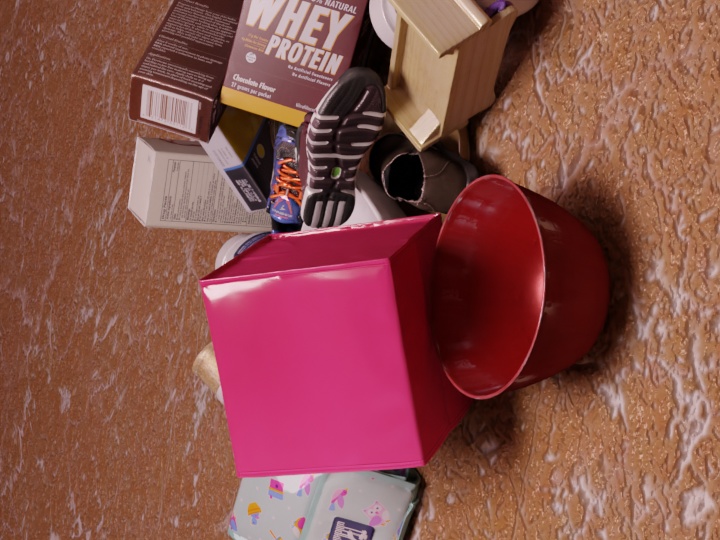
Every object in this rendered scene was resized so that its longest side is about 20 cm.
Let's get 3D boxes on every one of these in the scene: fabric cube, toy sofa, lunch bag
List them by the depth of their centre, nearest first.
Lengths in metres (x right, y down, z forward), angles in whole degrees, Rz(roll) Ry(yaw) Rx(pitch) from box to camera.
[{"bbox_3d":[-0.018,0.070,1.536,0.200,0.195,0.200,-38,-61,-67],"label":"fabric cube"},{"bbox_3d":[0.080,-0.212,1.536,0.083,0.097,0.200,51,163,17],"label":"toy sofa"},{"bbox_3d":[-0.033,0.258,1.748,0.200,0.122,0.171,30,111,33],"label":"lunch bag"}]

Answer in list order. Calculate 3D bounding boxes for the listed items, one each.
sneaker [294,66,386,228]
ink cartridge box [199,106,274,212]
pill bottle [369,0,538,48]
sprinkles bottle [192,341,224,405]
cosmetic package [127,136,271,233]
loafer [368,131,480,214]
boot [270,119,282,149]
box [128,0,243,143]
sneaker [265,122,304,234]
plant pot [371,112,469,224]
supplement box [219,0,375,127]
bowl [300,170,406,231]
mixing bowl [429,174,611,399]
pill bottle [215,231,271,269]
[{"bbox_3d":[-0.035,-0.151,1.647,0.116,0.075,0.200,-109,30,-45],"label":"sneaker"},{"bbox_3d":[-0.145,-0.210,1.954,0.047,0.198,0.200,-11,40,31],"label":"ink cartridge box"},{"bbox_3d":[0.094,-0.286,1.597,0.200,0.109,0.110,-13,74,63],"label":"pill bottle"},{"bbox_3d":[-0.118,0.167,1.904,0.200,0.068,0.068,44,131,21],"label":"sprinkles bottle"},{"bbox_3d":[-0.190,-0.110,2.041,0.087,0.199,0.104,38,120,59],"label":"cosmetic package"},{"bbox_3d":[0.052,-0.107,1.635,0.200,0.071,0.073,27,110,62],"label":"loafer"},{"bbox_3d":[-0.053,-0.146,1.938,0.097,0.075,0.201,-23,67,43],"label":"boot"},{"bbox_3d":[-0.187,-0.244,1.807,0.075,0.100,0.200,104,-175,-48],"label":"box"},{"bbox_3d":[-0.071,-0.092,1.799,0.200,0.075,0.079,88,-153,-56],"label":"sneaker"},{"bbox_3d":[0.068,-0.112,1.714,0.200,0.027,0.201,-20,68,61],"label":"plant pot"},{"bbox_3d":[-0.053,-0.287,1.778,0.197,0.132,0.201,-65,-8,-67],"label":"supplement box"},{"bbox_3d":[0.000,0.000,1.722,0.200,0.074,0.200,-125,46,-54],"label":"bowl"},{"bbox_3d":[0.155,0.019,1.425,0.200,0.108,0.201,-19,68,61],"label":"mixing bowl"},{"bbox_3d":[-0.099,0.013,1.923,0.200,0.111,0.111,23,106,58],"label":"pill bottle"}]
